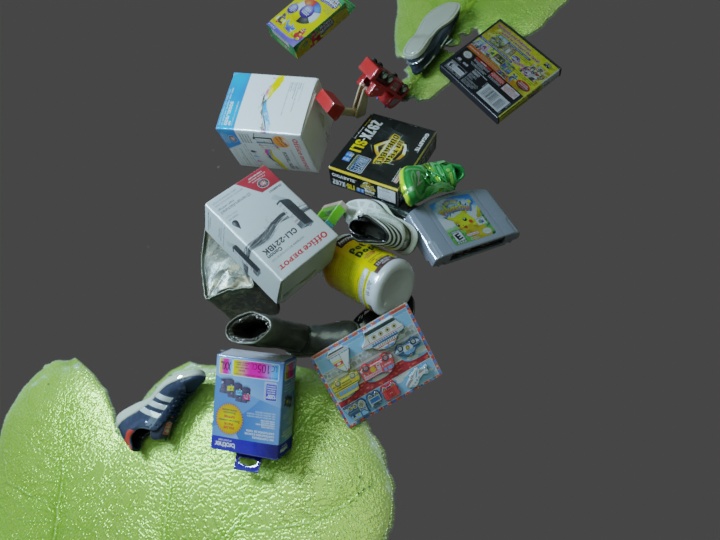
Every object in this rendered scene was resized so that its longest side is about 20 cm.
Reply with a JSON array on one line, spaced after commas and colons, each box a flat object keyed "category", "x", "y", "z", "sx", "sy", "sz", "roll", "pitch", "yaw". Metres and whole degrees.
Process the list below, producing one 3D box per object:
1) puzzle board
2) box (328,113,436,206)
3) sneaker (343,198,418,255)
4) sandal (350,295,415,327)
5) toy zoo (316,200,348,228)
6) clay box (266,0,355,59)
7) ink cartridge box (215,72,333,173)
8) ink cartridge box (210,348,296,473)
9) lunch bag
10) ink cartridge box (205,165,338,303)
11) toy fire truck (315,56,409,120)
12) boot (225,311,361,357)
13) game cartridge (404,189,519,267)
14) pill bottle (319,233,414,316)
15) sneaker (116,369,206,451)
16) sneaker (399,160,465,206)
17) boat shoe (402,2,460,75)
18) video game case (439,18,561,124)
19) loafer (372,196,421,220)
[{"category": "puzzle board", "x": 0.030, "y": 0.171, "z": 1.060, "sx": 0.197, "sy": 0.017, "sz": 0.153, "roll": -29, "pitch": 103, "yaw": -2}, {"category": "box", "x": 0.048, "y": -0.233, "z": 1.222, "sx": 0.157, "sy": 0.050, "sz": 0.201, "roll": 20, "pitch": 53, "yaw": 21}, {"category": "sneaker", "x": 0.009, "y": -0.097, "z": 1.108, "sx": 0.199, "sy": 0.114, "sz": 0.077, "roll": 32, "pitch": 103, "yaw": 44}, {"category": "sandal", "x": 0.017, "y": 0.105, "z": 1.123, "sx": 0.197, "sy": 0.045, "sz": 0.076, "roll": -29, "pitch": 63, "yaw": -1}, {"category": "toy zoo", "x": -0.107, "y": -0.050, "z": 1.175, "sx": 0.020, "sy": 0.131, "sz": 0.201, "roll": 39, "pitch": 80, "yaw": -15}, {"category": "clay box", "x": -0.119, "y": -0.622, "z": 1.453, "sx": 0.200, "sy": 0.048, "sz": 0.115, "roll": -44, "pitch": 66, "yaw": -6}, {"category": "ink cartridge box", "x": -0.178, "y": -0.317, "z": 1.284, "sx": 0.196, "sy": 0.148, "sz": 0.147, "roll": 8, "pitch": 69, "yaw": 16}, {"category": "ink cartridge box", "x": -0.191, "y": 0.252, "z": 1.068, "sx": 0.133, "sy": 0.076, "sz": 0.205, "roll": 4, "pitch": 93, "yaw": 14}, {"category": "lunch bag", "x": -0.236, "y": -0.020, "z": 1.164, "sx": 0.115, "sy": 0.165, "sz": 0.204, "roll": -14, "pitch": 66, "yaw": 4}, {"category": "ink cartridge box", "x": -0.158, "y": -0.065, "z": 1.053, "sx": 0.200, "sy": 0.084, "sz": 0.144, "roll": 43, "pitch": 59, "yaw": 12}, {"category": "toy fire truck", "x": 0.009, "y": -0.372, "z": 1.261, "sx": 0.141, "sy": 0.199, "sz": 0.049, "roll": -48, "pitch": 66, "yaw": 20}, {"category": "boot", "x": -0.111, "y": 0.108, "z": 1.049, "sx": 0.178, "sy": 0.200, "sz": 0.074, "roll": -16, "pitch": 63, "yaw": 18}, {"category": "game cartridge", "x": 0.189, "y": -0.088, "z": 1.129, "sx": 0.197, "sy": 0.041, "sz": 0.134, "roll": -18, "pitch": 55, "yaw": -21}, {"category": "pill bottle", "x": 0.000, "y": 0.000, "z": 1.120, "sx": 0.198, "sy": 0.109, "sz": 0.110, "roll": 27, "pitch": 75, "yaw": 41}, {"category": "sneaker", "x": -0.366, "y": 0.268, "z": 1.126, "sx": 0.198, "sy": 0.075, "sz": 0.085, "roll": -36, "pitch": 63, "yaw": 7}, {"category": "sneaker", "x": 0.138, "y": -0.178, "z": 1.138, "sx": 0.082, "sy": 0.199, "sz": 0.075, "roll": -12, "pitch": 102, "yaw": 38}, {"category": "boat shoe", "x": 0.168, "y": -0.525, "z": 1.340, "sx": 0.074, "sy": 0.062, "sz": 0.202, "roll": 16, "pitch": 62, "yaw": 34}, {"category": "video game case", "x": 0.302, "y": -0.437, "z": 1.298, "sx": 0.180, "sy": 0.026, "sz": 0.201, "roll": -37, "pitch": 64, "yaw": -4}, {"category": "loafer", "x": 0.109, "y": -0.092, "z": 1.187, "sx": 0.198, "sy": 0.064, "sz": 0.072, "roll": 31, "pitch": 45, "yaw": 18}]
